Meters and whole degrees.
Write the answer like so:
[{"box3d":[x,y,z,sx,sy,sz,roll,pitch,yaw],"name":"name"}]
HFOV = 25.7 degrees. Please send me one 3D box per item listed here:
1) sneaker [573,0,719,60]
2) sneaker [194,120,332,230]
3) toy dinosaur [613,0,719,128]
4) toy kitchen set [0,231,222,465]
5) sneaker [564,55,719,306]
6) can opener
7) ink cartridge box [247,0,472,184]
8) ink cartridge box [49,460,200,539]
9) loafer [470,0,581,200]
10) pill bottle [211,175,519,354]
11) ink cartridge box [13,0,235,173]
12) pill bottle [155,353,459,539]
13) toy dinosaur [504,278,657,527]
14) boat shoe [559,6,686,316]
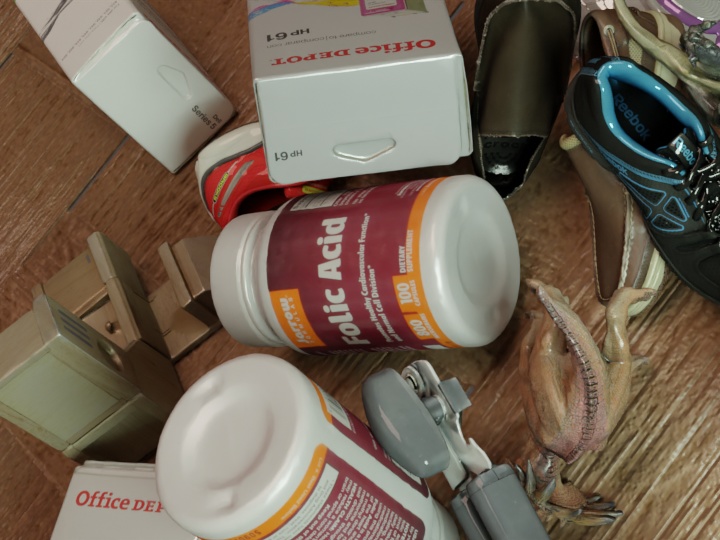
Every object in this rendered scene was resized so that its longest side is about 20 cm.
[{"box3d":[0.198,-0.182,1.131,0.075,0.100,0.200,-30,57,-33],"name":"sneaker"},{"box3d":[-0.036,-0.091,1.251,0.199,0.077,0.086,-31,67,18],"name":"sneaker"},{"box3d":[0.220,-0.117,0.983,0.048,0.200,0.088,-47,0,9],"name":"toy dinosaur"},{"box3d":[-0.196,0.015,1.205,0.163,0.180,0.201,-37,50,9],"name":"toy kitchen set"},{"box3d":[0.199,-0.048,0.959,0.073,0.082,0.200,-45,86,-2],"name":"sneaker"},{"box3d":[0.064,0.146,0.947,0.066,0.053,0.201,-20,71,-27],"name":"can opener"},{"box3d":[-0.006,-0.154,1.130,0.143,0.085,0.201,-8,36,-1],"name":"ink cartridge box"},{"box3d":[-0.156,0.241,1.092,0.144,0.085,0.202,-2,62,36],"name":"ink cartridge box"},{"box3d":[0.112,-0.122,1.071,0.072,0.201,0.072,0,53,1],"name":"loafer"},{"box3d":[0.000,0.000,1.105,0.198,0.114,0.115,-6,58,34],"name":"pill bottle"},{"box3d":[-0.213,-0.198,1.388,0.084,0.145,0.200,-43,44,4],"name":"ink cartridge box"},{"box3d":[-0.026,0.145,0.976,0.113,0.200,0.115,-19,50,25],"name":"pill bottle"},{"box3d":[0.126,0.086,0.942,0.085,0.200,0.137,11,66,9],"name":"toy dinosaur"},{"box3d":[0.162,-0.074,1.037,0.075,0.074,0.205,153,124,-67],"name":"boat shoe"}]
